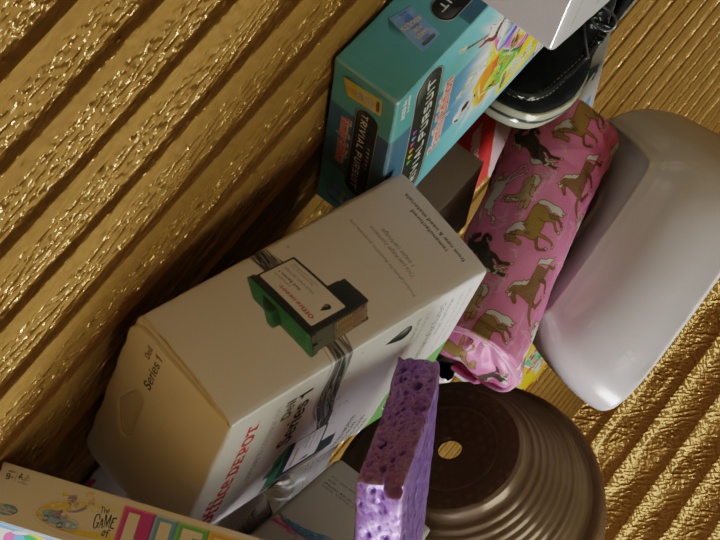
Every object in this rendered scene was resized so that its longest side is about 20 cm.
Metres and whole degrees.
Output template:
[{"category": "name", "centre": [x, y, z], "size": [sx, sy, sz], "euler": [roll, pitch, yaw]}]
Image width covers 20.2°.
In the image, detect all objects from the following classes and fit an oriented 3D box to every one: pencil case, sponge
[{"category": "pencil case", "centre": [0.106, -0.023, 1.342], "size": [0.083, 0.086, 0.201], "euler": [40, 66, -38]}, {"category": "sponge", "centre": [0.016, 0.159, 1.145], "size": [0.112, 0.030, 0.202], "euler": [-71, 167, -53]}]

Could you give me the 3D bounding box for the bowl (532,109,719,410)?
[{"category": "bowl", "centre": [0.177, -0.021, 1.398], "size": [0.201, 0.074, 0.200], "euler": [-56, -161, 11]}]

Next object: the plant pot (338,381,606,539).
[{"category": "plant pot", "centre": [0.068, 0.147, 1.387], "size": [0.201, 0.200, 0.093], "euler": [-48, 148, -23]}]

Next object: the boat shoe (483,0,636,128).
[{"category": "boat shoe", "centre": [0.134, -0.167, 1.335], "size": [0.200, 0.074, 0.063], "euler": [-50, 163, -37]}]

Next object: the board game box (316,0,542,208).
[{"category": "board game box", "centre": [0.058, -0.135, 1.193], "size": [0.200, 0.047, 0.151], "euler": [-48, 166, -24]}]

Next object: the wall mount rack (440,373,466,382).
[{"category": "wall mount rack", "centre": [0.064, 0.076, 1.710], "size": [0.200, 0.074, 0.174], "euler": [-46, 165, -32]}]

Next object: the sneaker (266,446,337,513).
[{"category": "sneaker", "centre": [-0.048, 0.113, 1.442], "size": [0.201, 0.077, 0.100], "euler": [-58, 164, -25]}]

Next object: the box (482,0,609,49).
[{"category": "box", "centre": [0.132, -0.240, 1.047], "size": [0.200, 0.106, 0.153], "euler": [-43, 163, -39]}]

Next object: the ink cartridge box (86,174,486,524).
[{"category": "ink cartridge box", "centre": [-0.043, 0.052, 1.144], "size": [0.199, 0.084, 0.147], "euler": [-31, 160, -34]}]

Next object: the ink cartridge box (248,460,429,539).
[{"category": "ink cartridge box", "centre": [-0.055, 0.228, 1.280], "size": [0.146, 0.087, 0.200], "euler": [-60, 169, 27]}]

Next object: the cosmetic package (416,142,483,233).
[{"category": "cosmetic package", "centre": [0.000, 0.000, 1.332], "size": [0.200, 0.050, 0.083], "euler": [-47, 163, -28]}]

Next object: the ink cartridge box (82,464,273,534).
[{"category": "ink cartridge box", "centre": [-0.130, 0.180, 1.268], "size": [0.147, 0.083, 0.200], "euler": [-51, 167, -14]}]

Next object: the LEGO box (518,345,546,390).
[{"category": "LEGO box", "centre": [0.157, 0.036, 1.933], "size": [0.149, 0.077, 0.200], "euler": [-53, 167, -1]}]

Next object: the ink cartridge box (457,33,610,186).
[{"category": "ink cartridge box", "centre": [0.114, -0.102, 1.491], "size": [0.177, 0.045, 0.200], "euler": [-51, 167, -16]}]

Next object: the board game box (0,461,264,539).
[{"category": "board game box", "centre": [-0.105, 0.176, 1.092], "size": [0.135, 0.198, 0.034], "euler": [108, -1, -57]}]

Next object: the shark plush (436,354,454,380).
[{"category": "shark plush", "centre": [0.059, 0.036, 1.409], "size": [0.090, 0.084, 0.200], "euler": [-14, -160, 20]}]

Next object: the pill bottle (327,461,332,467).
[{"category": "pill bottle", "centre": [-0.079, 0.240, 1.546], "size": [0.200, 0.112, 0.113], "euler": [-46, 166, -27]}]
